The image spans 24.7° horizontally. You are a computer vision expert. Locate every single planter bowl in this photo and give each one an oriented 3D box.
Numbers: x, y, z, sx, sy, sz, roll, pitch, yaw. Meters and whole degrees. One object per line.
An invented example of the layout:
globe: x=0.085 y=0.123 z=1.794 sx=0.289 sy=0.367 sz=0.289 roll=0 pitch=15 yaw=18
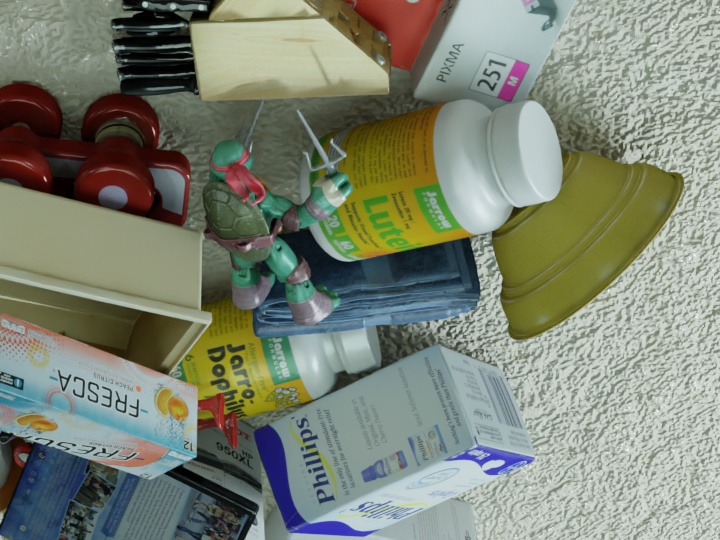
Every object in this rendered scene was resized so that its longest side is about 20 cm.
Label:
planter bowl: x=0.172 y=-0.040 z=1.397 sx=0.083 sy=0.200 sz=0.200 roll=44 pitch=116 yaw=-10

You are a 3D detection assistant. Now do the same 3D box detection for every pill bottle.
pill bottle: x=0.059 y=-0.078 z=1.357 sx=0.200 sy=0.111 sz=0.111 roll=-12 pitch=131 yaw=30
pill bottle: x=-0.087 y=0.073 z=1.502 sx=0.200 sy=0.113 sz=0.113 roll=-14 pitch=128 yaw=8

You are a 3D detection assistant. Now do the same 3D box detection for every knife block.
knife block: x=-0.097 y=-0.169 z=1.323 sx=0.200 sy=0.064 sz=0.176 roll=38 pitch=117 yaw=-18

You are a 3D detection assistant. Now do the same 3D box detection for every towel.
towel: x=0.000 y=0.000 z=1.445 sx=0.200 sy=0.112 sz=0.049 roll=-7 pitch=136 yaw=-3

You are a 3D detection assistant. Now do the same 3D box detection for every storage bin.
storage bin: x=-0.250 y=0.029 z=1.348 sx=0.200 sy=0.094 sz=0.199 roll=13 pitch=144 yaw=-23

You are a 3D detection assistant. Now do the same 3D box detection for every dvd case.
dvd case: x=-0.202 y=0.215 z=1.422 sx=0.200 sy=0.018 sz=0.143 roll=26 pitch=114 yaw=1

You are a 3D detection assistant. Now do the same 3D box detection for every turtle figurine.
turtle figurine: x=-0.081 y=-0.050 z=1.319 sx=0.101 sy=0.150 sz=0.200 roll=-34 pitch=134 yaw=-26

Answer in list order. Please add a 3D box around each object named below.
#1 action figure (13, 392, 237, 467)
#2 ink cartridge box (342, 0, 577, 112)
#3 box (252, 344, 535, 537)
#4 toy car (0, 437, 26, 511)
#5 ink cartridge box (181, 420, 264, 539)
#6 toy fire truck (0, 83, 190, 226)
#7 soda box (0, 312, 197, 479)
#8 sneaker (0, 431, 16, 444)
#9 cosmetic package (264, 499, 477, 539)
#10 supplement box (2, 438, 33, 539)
action figure: x=-0.212 y=0.150 z=1.455 sx=0.200 sy=0.052 sz=0.065 roll=-8 pitch=152 yaw=11
ink cartridge box: x=0.081 y=-0.227 z=1.318 sx=0.173 sy=0.044 sz=0.200 roll=14 pitch=126 yaw=-16
box: x=0.035 y=0.164 z=1.535 sx=0.200 sy=0.105 sz=0.184 roll=-26 pitch=161 yaw=17
toy car: x=-0.383 y=0.148 z=1.491 sx=0.200 sy=0.177 sz=0.184 roll=22 pitch=133 yaw=-12
ink cartridge box: x=-0.171 y=0.211 z=1.553 sx=0.145 sy=0.200 sz=0.084 roll=32 pitch=117 yaw=-26
toy fire truck: x=-0.247 y=-0.055 z=1.388 sx=0.200 sy=0.112 sz=0.168 roll=5 pitch=129 yaw=-9
soda box: x=-0.225 y=0.104 z=1.315 sx=0.200 sy=0.068 sz=0.064 roll=25 pitch=140 yaw=-37
sneaker: x=-0.319 y=0.117 z=1.426 sx=0.200 sy=0.081 sz=0.075 roll=-13 pitch=132 yaw=-49
cosmetic package: x=0.009 y=0.281 z=1.694 sx=0.200 sy=0.085 sz=0.108 roll=17 pitch=126 yaw=-16
supplement box: x=-0.317 y=0.177 z=1.600 sx=0.069 sy=0.067 sz=0.200 roll=1 pitch=128 yaw=-5
